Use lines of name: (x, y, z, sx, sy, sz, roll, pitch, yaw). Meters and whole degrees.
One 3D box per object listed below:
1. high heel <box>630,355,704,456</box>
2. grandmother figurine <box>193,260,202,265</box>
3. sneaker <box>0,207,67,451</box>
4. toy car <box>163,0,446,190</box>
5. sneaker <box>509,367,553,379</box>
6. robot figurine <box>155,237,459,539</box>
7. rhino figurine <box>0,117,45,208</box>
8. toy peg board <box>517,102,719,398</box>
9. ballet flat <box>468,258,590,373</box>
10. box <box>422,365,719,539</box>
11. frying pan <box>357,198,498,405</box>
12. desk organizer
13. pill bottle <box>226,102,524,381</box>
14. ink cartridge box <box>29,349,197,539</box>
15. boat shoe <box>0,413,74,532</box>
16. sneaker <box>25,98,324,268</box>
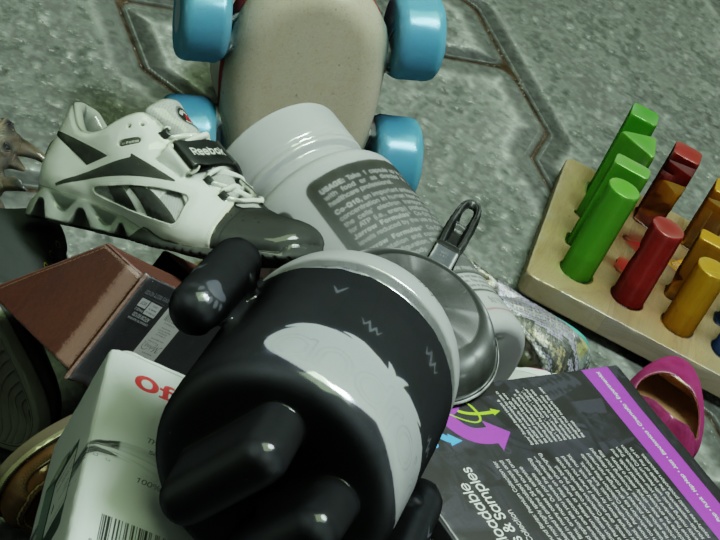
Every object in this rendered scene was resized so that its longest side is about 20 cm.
high heel: (0.213, 0.091, 1.460, 0.067, 0.097, 0.200, 28, 33, 1)
grandmother figurine: (-0.024, 0.061, 1.373, 0.200, 0.061, 0.121, 40, 55, 12)
sneaker: (-0.201, 0.022, 1.277, 0.106, 0.075, 0.200, -5, 44, -40)
toy car: (-0.056, -0.157, 1.554, 0.183, 0.178, 0.200, 4, 26, -14)
sneaker: (0.131, 0.139, 1.352, 0.200, 0.082, 0.088, 42, 34, 22)
robot figurine: (-0.025, 0.072, 1.044, 0.124, 0.151, 0.200, 9, 29, 14)
rhino figurine: (-0.283, -0.068, 1.349, 0.199, 0.060, 0.088, 0, 59, -37)
toy peg board: (0.241, -0.022, 1.626, 0.198, 0.098, 0.200, 28, 32, 0)
ballet flat: (0.062, 0.024, 1.475, 0.200, 0.072, 0.072, 33, 34, 10)
box: (0.103, 0.119, 1.173, 0.199, 0.036, 0.143, -3, 43, -39)
frying pan: (0.050, 0.015, 1.218, 0.115, 0.031, 0.189, 43, 42, 20)
desk organizer: (-0.122, 0.029, 1.248, 0.077, 0.072, 0.200, 41, 5, 25)
pill bottle: (0.000, 0.000, 1.319, 0.113, 0.114, 0.200, -10, 53, -43)
ink cartridge box: (-0.088, 0.151, 1.073, 0.145, 0.084, 0.201, 26, 32, -14)
boat shoe: (-0.113, 0.117, 1.214, 0.199, 0.072, 0.068, -10, 48, -43)
sneaker: (-0.105, -0.053, 1.262, 0.199, 0.089, 0.074, 15, 0, 26)
